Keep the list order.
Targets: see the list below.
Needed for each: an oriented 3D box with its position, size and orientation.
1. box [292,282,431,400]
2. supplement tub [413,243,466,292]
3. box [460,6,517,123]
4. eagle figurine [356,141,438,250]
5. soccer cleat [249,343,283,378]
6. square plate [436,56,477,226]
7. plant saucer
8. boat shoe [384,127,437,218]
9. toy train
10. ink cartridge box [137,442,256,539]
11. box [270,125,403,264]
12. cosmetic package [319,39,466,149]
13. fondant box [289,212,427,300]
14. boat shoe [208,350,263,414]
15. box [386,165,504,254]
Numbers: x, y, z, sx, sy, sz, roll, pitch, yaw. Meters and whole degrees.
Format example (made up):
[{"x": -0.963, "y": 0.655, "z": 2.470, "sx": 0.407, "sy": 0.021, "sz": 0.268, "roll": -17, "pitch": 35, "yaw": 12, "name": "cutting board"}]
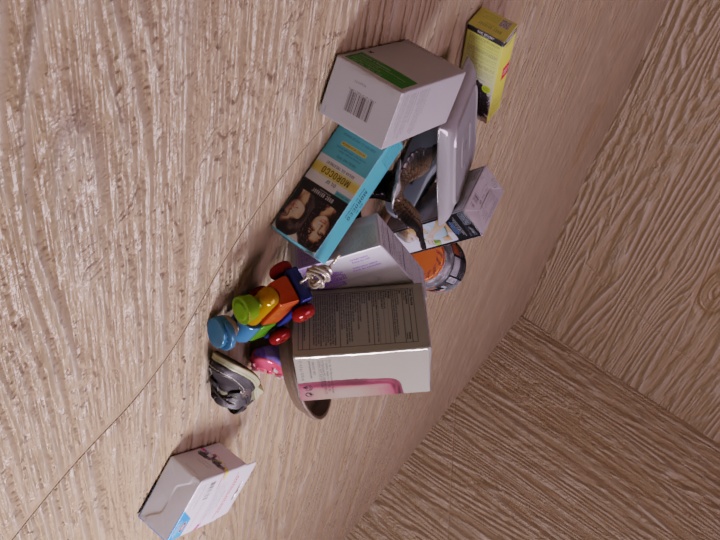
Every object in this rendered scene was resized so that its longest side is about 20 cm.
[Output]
[{"x": 0.001, "y": 0.105, "z": 1.285, "sx": 0.110, "sy": 0.197, "sz": 0.129, "roll": 86, "pitch": 1, "yaw": -46, "name": "box"}, {"x": 0.143, "y": -0.020, "z": 1.785, "sx": 0.123, "sy": 0.122, "sz": 0.200, "roll": -58, "pitch": 162, "yaw": 5, "name": "supplement tub"}, {"x": 0.211, "y": -0.345, "z": 1.484, "sx": 0.050, "sy": 0.075, "sz": 0.201, "roll": -49, "pitch": 160, "yaw": -26, "name": "box"}, {"x": 0.056, "y": -0.124, "z": 1.317, "sx": 0.198, "sy": 0.152, "sz": 0.152, "roll": 6, "pitch": 139, "yaw": -37, "name": "eagle figurine"}, {"x": -0.130, "y": 0.138, "z": 1.430, "sx": 0.200, "sy": 0.066, "sz": 0.077, "roll": 48, "pitch": 56, "yaw": -71, "name": "soccer cleat"}, {"x": 0.158, "y": -0.205, "z": 1.396, "sx": 0.200, "sy": 0.028, "sz": 0.201, "roll": 84, "pitch": 22, "yaw": -45, "name": "square plate"}, {"x": -0.089, "y": 0.143, "z": 1.411, "sx": 0.200, "sy": 0.029, "sz": 0.203, "roll": -11, "pitch": 90, "yaw": -77, "name": "plant saucer"}, {"x": 0.109, "y": -0.177, "z": 1.496, "sx": 0.201, "sy": 0.073, "sz": 0.068, "roll": -65, "pitch": 171, "yaw": 1, "name": "boat shoe"}, {"x": -0.119, "y": 0.037, "z": 1.160, "sx": 0.115, "sy": 0.085, "sz": 0.200, "roll": -19, "pitch": 163, "yaw": -43, "name": "toy train"}, {"x": -0.260, "y": 0.353, "z": 1.418, "sx": 0.116, "sy": 0.067, "sz": 0.200, "roll": -59, "pitch": 162, "yaw": 7, "name": "ink cartridge box"}, {"x": -0.032, "y": -0.117, "z": 1.198, "sx": 0.201, "sy": 0.082, "sz": 0.049, "roll": -56, "pitch": 159, "yaw": -4, "name": "box"}, {"x": 0.046, "y": -0.238, "z": 1.159, "sx": 0.200, "sy": 0.107, "sz": 0.086, "roll": -35, "pitch": 152, "yaw": -54, "name": "cosmetic package"}, {"x": 0.000, "y": 0.000, "z": 1.310, "sx": 0.200, "sy": 0.143, "sz": 0.059, "roll": 47, "pitch": 33, "yaw": -55, "name": "fondant box"}, {"x": -0.189, "y": 0.175, "z": 1.293, "sx": 0.065, "sy": 0.073, "sz": 0.200, "roll": -57, "pitch": 164, "yaw": -15, "name": "boat shoe"}, {"x": 0.139, "y": -0.100, "z": 1.509, "sx": 0.199, "sy": 0.060, "sz": 0.117, "roll": -15, "pitch": -144, "yaw": 45, "name": "box"}]
